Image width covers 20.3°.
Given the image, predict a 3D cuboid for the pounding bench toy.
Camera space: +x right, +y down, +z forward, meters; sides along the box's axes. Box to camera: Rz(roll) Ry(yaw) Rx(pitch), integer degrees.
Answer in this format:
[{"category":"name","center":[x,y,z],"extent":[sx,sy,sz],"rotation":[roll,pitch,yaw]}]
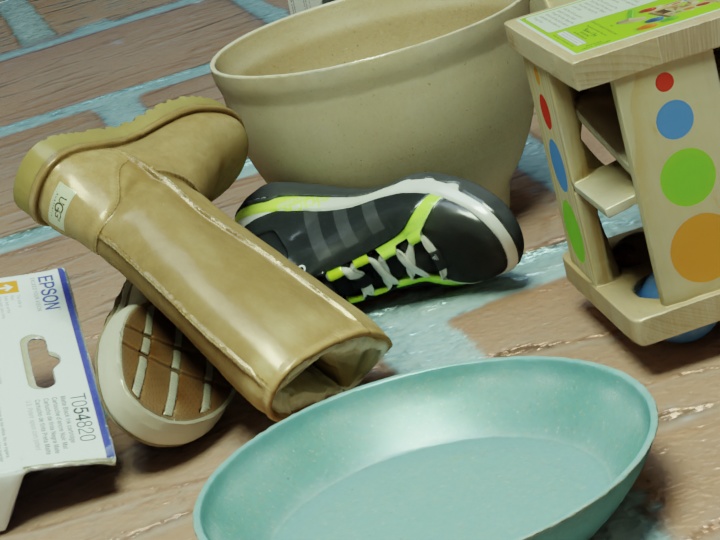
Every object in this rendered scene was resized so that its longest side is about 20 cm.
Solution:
[{"category":"pounding bench toy","center":[0.153,-0.064,1.015],"extent":[0.123,0.157,0.200],"rotation":[-17,18,-6]}]

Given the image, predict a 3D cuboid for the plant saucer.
[{"category":"plant saucer","center":[0.030,0.093,0.840],"extent":[0.198,0.036,0.200],"rotation":[-13,18,4]}]

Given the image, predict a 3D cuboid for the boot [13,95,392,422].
[{"category":"boot","center":[-0.062,-0.007,1.059],"extent":[0.199,0.067,0.175],"rotation":[35,35,26]}]

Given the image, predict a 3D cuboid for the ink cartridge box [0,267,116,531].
[{"category":"ink cartridge box","center":[-0.236,0.068,1.026],"extent":[0.198,0.041,0.200],"rotation":[-4,29,-14]}]

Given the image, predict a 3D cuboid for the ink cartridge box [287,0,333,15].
[{"category":"ink cartridge box","center":[0.038,-0.244,1.765],"extent":[0.143,0.085,0.200],"rotation":[-21,19,-21]}]

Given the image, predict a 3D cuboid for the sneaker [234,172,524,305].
[{"category":"sneaker","center":[0.000,0.000,1.131],"extent":[0.199,0.072,0.083],"rotation":[-2,47,37]}]

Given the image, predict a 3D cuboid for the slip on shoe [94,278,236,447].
[{"category":"slip on shoe","center":[-0.110,0.045,1.063],"extent":[0.061,0.076,0.200],"rotation":[-50,17,19]}]

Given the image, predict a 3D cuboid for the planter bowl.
[{"category":"planter bowl","center":[0.020,-0.087,1.225],"extent":[0.198,0.136,0.200],"rotation":[-13,18,4]}]
